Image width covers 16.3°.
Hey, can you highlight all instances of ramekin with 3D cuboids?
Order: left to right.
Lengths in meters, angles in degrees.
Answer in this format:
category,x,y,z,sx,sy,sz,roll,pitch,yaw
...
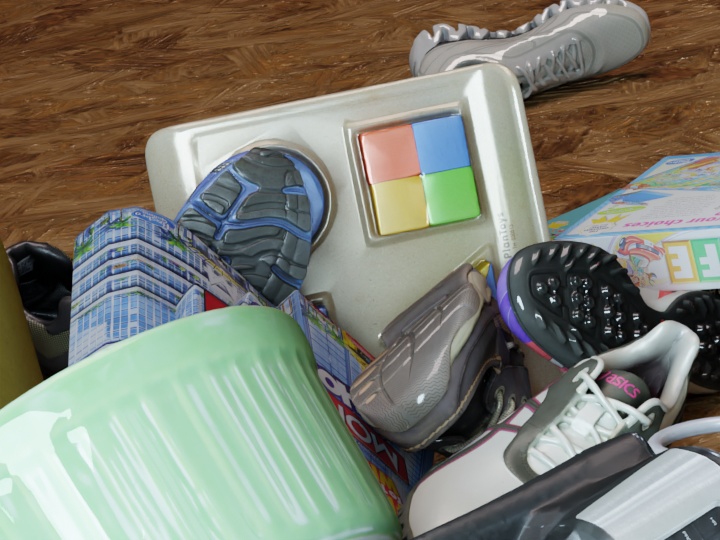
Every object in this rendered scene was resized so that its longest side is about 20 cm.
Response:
category,x,y,z,sx,sy,sz,roll,pitch,yaw
ramekin,-0.081,0.112,0.953,0.200,0.098,0.200,-31,-19,-12

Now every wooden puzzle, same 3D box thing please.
category,x,y,z,sx,sy,sz,roll,pitch,yaw
wooden puzzle,0.000,0.000,1.305,0.200,0.185,0.046,-11,4,2

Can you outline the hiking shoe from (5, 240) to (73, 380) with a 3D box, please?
category,x,y,z,sx,sy,sz,roll,pitch,yaw
hiking shoe,-0.193,0.026,1.507,0.076,0.101,0.200,-22,19,-37

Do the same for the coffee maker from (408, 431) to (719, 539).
category,x,y,z,sx,sy,sz,roll,pitch,yaw
coffee maker,0.029,0.141,0.886,0.200,0.135,0.192,-20,17,-31

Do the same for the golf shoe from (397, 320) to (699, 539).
category,x,y,z,sx,sy,sz,roll,pitch,yaw
golf shoe,0.084,0.081,1.111,0.077,0.088,0.200,37,35,12

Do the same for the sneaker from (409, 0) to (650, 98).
category,x,y,z,sx,sy,sz,roll,pitch,yaw
sneaker,0.142,-0.170,2.059,0.200,0.075,0.081,-13,29,2

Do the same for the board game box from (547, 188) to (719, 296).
category,x,y,z,sx,sy,sz,roll,pitch,yaw
board game box,0.139,0.008,1.445,0.200,0.047,0.151,-22,19,-36

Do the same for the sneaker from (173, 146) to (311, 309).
category,x,y,z,sx,sy,sz,roll,pitch,yaw
sneaker,-0.086,0.026,1.261,0.075,0.200,0.078,21,16,-19

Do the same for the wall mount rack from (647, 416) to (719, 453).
category,x,y,z,sx,sy,sz,roll,pitch,yaw
wall mount rack,0.204,0.106,1.017,0.200,0.075,0.174,-2,14,29

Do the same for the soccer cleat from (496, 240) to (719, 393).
category,x,y,z,sx,sy,sz,roll,pitch,yaw
soccer cleat,0.115,0.031,1.254,0.073,0.068,0.200,-12,-16,34

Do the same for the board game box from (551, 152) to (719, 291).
category,x,y,z,sx,sy,sz,roll,pitch,yaw
board game box,0.220,-0.030,1.337,0.200,0.034,0.134,-3,19,38

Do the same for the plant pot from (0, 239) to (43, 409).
category,x,y,z,sx,sy,sz,roll,pitch,yaw
plant pot,-0.247,0.064,1.210,0.195,0.194,0.200,-21,-13,17

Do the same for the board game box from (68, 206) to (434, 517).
category,x,y,z,sx,sy,sz,roll,pitch,yaw
board game box,-0.040,0.073,1.134,0.062,0.200,0.200,-41,23,14

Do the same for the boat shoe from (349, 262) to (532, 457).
category,x,y,z,sx,sy,sz,roll,pitch,yaw
boat shoe,0.050,0.050,1.189,0.074,0.073,0.200,-40,4,15
